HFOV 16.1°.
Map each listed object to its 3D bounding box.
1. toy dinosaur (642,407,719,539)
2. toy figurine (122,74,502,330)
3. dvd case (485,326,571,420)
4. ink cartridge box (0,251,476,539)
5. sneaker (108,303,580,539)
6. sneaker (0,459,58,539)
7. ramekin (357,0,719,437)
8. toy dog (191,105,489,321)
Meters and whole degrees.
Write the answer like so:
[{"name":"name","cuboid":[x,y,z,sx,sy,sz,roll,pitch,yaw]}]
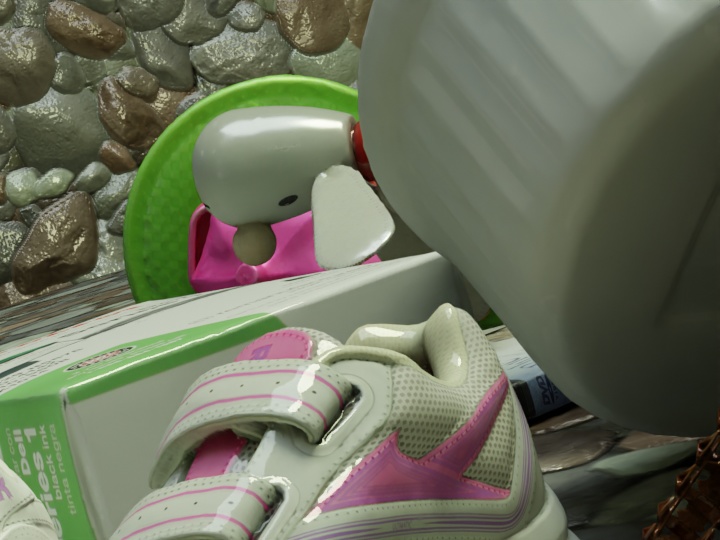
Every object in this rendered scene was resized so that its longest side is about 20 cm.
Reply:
[{"name":"toy dinosaur","cuboid":[0.142,-0.009,0.610,0.102,0.200,0.136,18,2,14]},{"name":"toy figurine","cuboid":[0.000,0.000,1.077,0.200,0.150,0.184,2,8,-6]},{"name":"dvd case","cuboid":[0.095,0.027,1.034,0.200,0.018,0.143,-20,6,-34]},{"name":"ink cartridge box","cuboid":[-0.069,0.060,0.821,0.146,0.084,0.200,-20,6,-33]},{"name":"sneaker","cuboid":[-0.023,0.062,0.588,0.081,0.088,0.200,-14,6,33]},{"name":"sneaker","cuboid":[-0.113,0.078,0.675,0.075,0.100,0.200,-22,5,-23]},{"name":"ramekin","cuboid":[0.108,-0.047,0.709,0.200,0.201,0.098,-18,47,-14]},{"name":"toy dog","cuboid":[0.043,-0.010,0.877,0.200,0.096,0.132,-5,-12,41]}]
